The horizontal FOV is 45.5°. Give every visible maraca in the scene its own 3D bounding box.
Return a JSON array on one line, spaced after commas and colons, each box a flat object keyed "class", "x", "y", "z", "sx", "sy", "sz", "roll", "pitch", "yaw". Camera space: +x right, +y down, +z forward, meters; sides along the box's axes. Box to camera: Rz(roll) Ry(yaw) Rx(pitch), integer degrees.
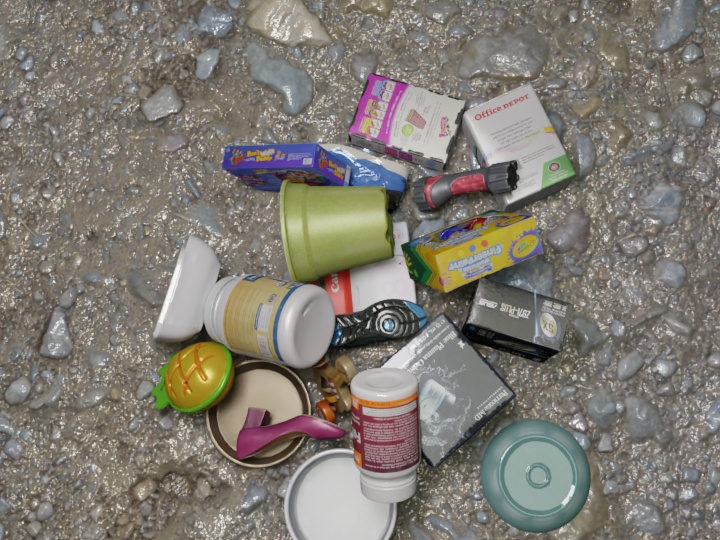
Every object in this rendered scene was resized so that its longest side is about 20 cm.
[{"class": "maraca", "x": -0.307, "y": 0.195, "z": 1.560, "sx": 0.199, "sy": 0.107, "sz": 0.138, "roll": -12, "pitch": 50, "yaw": 37}]

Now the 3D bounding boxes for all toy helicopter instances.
[{"class": "toy helicopter", "x": -0.045, "y": 0.186, "z": 1.519, "sx": 0.079, "sy": 0.200, "sz": 0.133, "roll": -25, "pitch": 77, "yaw": -22}]

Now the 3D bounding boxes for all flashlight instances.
[{"class": "flashlight", "x": 0.194, "y": -0.154, "z": 1.594, "sx": 0.199, "sy": 0.068, "sz": 0.068, "roll": -6, "pitch": 103, "yaw": 36}]

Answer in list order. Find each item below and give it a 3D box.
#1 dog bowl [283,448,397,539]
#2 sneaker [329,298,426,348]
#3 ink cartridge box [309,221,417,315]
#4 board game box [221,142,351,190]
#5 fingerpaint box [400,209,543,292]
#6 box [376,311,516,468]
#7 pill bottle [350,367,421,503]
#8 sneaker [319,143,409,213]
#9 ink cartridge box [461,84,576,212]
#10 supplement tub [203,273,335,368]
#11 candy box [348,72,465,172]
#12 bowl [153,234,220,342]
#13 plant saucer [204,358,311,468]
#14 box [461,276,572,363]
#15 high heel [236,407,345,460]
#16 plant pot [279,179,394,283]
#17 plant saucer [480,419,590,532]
[{"class": "dog bowl", "x": -0.033, "y": 0.419, "z": 1.528, "sx": 0.199, "sy": 0.079, "sz": 0.201, "roll": -1, "pitch": 79, "yaw": 3}, {"class": "sneaker", "x": 0.023, "y": 0.100, "z": 1.589, "sx": 0.199, "sy": 0.082, "sz": 0.074, "roll": -9, "pitch": 77, "yaw": 4}, {"class": "ink cartridge box", "x": 0.000, "y": 0.000, "z": 1.630, "sx": 0.199, "sy": 0.057, "sz": 0.163, "roll": -6, "pitch": 78, "yaw": -3}, {"class": "board game box", "x": -0.136, "y": -0.190, "z": 1.596, "sx": 0.199, "sy": 0.134, "sz": 0.045, "roll": 3, "pitch": 78, "yaw": 28}, {"class": "fingerpaint box", "x": 0.196, "y": -0.041, "z": 1.540, "sx": 0.199, "sy": 0.167, "sz": 0.074, "roll": -21, "pitch": 104, "yaw": -14}, {"class": "box", "x": 0.138, "y": 0.215, "z": 1.543, "sx": 0.197, "sy": 0.117, "sz": 0.200, "roll": -41, "pitch": 80, "yaw": -5}, {"class": "pill bottle", "x": 0.043, "y": 0.273, "z": 1.425, "sx": 0.113, "sy": 0.114, "sz": 0.201, "roll": -2, "pitch": 106, "yaw": 3}, {"class": "sneaker", "x": -0.014, "y": -0.168, "z": 1.648, "sx": 0.199, "sy": 0.077, "sz": 0.112, "roll": 16, "pitch": 70, "yaw": 0}, {"class": "ink cartridge box", "x": 0.299, "y": -0.231, "z": 1.641, "sx": 0.144, "sy": 0.084, "sz": 0.201, "roll": -24, "pitch": 79, "yaw": -2}, {"class": "supplement tub", "x": -0.160, "y": 0.084, "z": 1.502, "sx": 0.199, "sy": 0.145, "sz": 0.145, "roll": 10, "pitch": 78, "yaw": 32}, {"class": "candy box", "x": 0.091, "y": -0.289, "z": 1.677, "sx": 0.199, "sy": 0.061, "sz": 0.137, "roll": 18, "pitch": 80, "yaw": 7}, {"class": "bowl", "x": -0.314, "y": 0.042, "z": 1.571, "sx": 0.074, "sy": 0.200, "sz": 0.201, "roll": 17, "pitch": 80, "yaw": -13}, {"class": "plant saucer", "x": -0.188, "y": 0.264, "z": 1.594, "sx": 0.199, "sy": 0.029, "sz": 0.201, "roll": 0, "pitch": 79, "yaw": 2}, {"class": "box", "x": 0.269, "y": 0.092, "z": 1.518, "sx": 0.163, "sy": 0.200, "sz": 0.087, "roll": 17, "pitch": 79, "yaw": 5}, {"class": "high heel", "x": -0.125, "y": 0.305, "z": 1.527, "sx": 0.199, "sy": 0.067, "sz": 0.097, "roll": 3, "pitch": 69, "yaw": 24}, {"class": "plant pot", "x": -0.035, "y": -0.076, "z": 1.556, "sx": 0.183, "sy": 0.200, "sz": 0.202, "roll": -7, "pitch": 78, "yaw": 6}, {"class": "plant saucer", "x": 0.317, "y": 0.368, "z": 1.543, "sx": 0.199, "sy": 0.036, "sz": 0.201, "roll": 0, "pitch": 78, "yaw": 2}]
